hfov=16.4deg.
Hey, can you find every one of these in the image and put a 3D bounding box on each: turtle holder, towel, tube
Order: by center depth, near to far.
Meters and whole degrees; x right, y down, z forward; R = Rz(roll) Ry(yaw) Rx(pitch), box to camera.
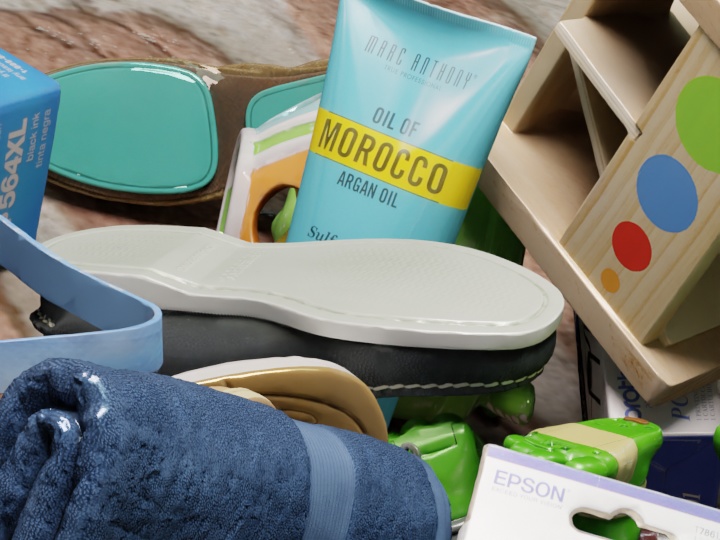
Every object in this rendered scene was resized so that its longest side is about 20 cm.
[{"bbox_3d":[-0.041,0.092,0.704,0.048,0.112,0.200,24,1,34],"label":"towel"},{"bbox_3d":[0.000,0.000,0.898,0.077,0.201,0.050,21,13,18],"label":"tube"},{"bbox_3d":[0.009,-0.020,1.007,0.131,0.141,0.186,11,29,-6],"label":"turtle holder"}]

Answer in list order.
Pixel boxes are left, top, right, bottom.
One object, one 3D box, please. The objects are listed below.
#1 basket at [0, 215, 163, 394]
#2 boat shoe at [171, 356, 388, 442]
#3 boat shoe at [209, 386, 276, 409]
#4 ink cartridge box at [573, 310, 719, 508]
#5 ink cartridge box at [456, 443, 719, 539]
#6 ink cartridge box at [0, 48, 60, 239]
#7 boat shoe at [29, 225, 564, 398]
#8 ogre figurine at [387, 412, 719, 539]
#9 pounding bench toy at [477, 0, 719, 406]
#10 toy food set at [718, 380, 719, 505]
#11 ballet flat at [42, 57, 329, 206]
[{"bbox_3d":[-0.183,0.012,0.784,0.199,0.140,0.176,-11,17,-28],"label":"basket"},{"bbox_3d":[-0.090,0.068,0.805,0.199,0.071,0.069,-19,22,1],"label":"boat shoe"},{"bbox_3d":[-0.107,0.098,0.730,0.200,0.071,0.064,-41,49,-19],"label":"boat shoe"},{"bbox_3d":[0.107,0.013,0.975,0.044,0.094,0.201,-1,48,1],"label":"ink cartridge box"},{"bbox_3d":[0.058,0.155,0.727,0.099,0.039,0.201,16,59,2],"label":"ink cartridge box"},{"bbox_3d":[-0.241,-0.048,0.990,0.146,0.085,0.200,31,31,26],"label":"ink cartridge box"},{"bbox_3d":[-0.022,0.024,0.849,0.199,0.061,0.076,8,23,32],"label":"boat shoe"},{"bbox_3d":[0.107,0.110,0.823,0.199,0.120,0.098,-2,13,-22],"label":"ogre figurine"},{"bbox_3d":[0.160,-0.035,0.860,0.124,0.156,0.200,-19,62,-38],"label":"pounding bench toy"},{"bbox_3d":[0.178,0.033,1.098,0.143,0.061,0.200,8,37,-14],"label":"toy food set"},{"bbox_3d":[-0.056,-0.064,1.120,0.199,0.068,0.072,-6,-6,4],"label":"ballet flat"}]
